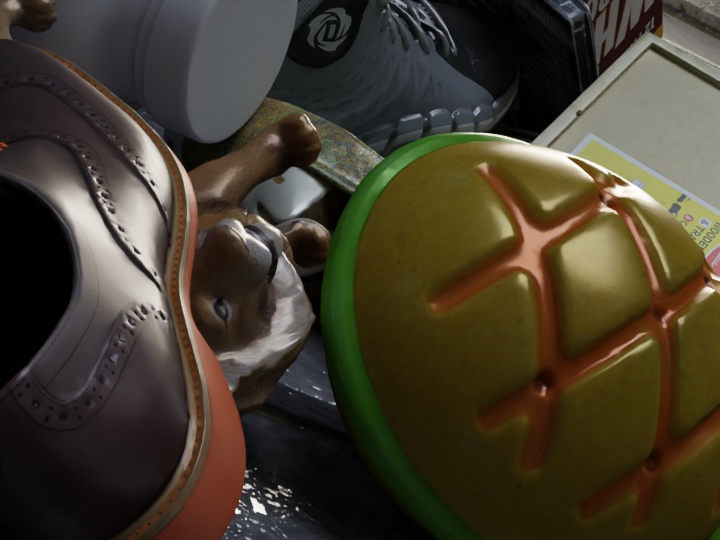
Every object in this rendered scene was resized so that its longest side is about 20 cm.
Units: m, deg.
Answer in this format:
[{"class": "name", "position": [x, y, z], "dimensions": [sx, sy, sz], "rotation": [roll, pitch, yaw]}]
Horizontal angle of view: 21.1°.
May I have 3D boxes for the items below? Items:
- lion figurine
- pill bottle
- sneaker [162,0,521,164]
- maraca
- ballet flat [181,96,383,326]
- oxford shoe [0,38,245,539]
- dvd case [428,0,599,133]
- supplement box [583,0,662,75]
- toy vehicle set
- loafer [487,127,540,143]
[{"class": "lion figurine", "position": [-0.087, -0.019, 0.584], "dimensions": [0.199, 0.073, 0.122], "rotation": [21, 38, 29]}, {"class": "pill bottle", "position": [-0.125, -0.118, 0.707], "dimensions": [0.199, 0.105, 0.104], "rotation": [25, 13, 20]}, {"class": "sneaker", "position": [0.011, -0.105, 0.798], "dimensions": [0.075, 0.116, 0.200], "rotation": [37, 40, 26]}, {"class": "maraca", "position": [0.071, 0.040, 0.581], "dimensions": [0.200, 0.138, 0.107], "rotation": [36, -32, -20]}, {"class": "ballet flat", "position": [0.000, 0.000, 0.683], "dimensions": [0.200, 0.071, 0.071], "rotation": [35, 16, 22]}, {"class": "oxford shoe", "position": [-0.082, -0.012, 0.474], "dimensions": [0.073, 0.071, 0.200], "rotation": [53, 4, -40]}, {"class": "dvd case", "position": [0.074, -0.096, 0.942], "dimensions": [0.149, 0.016, 0.200], "rotation": [48, -14, 36]}, {"class": "supplement box", "position": [0.053, -0.186, 1.087], "dimensions": [0.200, 0.133, 0.198], "rotation": [35, -18, 23]}, {"class": "toy vehicle set", "position": [0.115, -0.010, 0.776], "dimensions": [0.124, 0.027, 0.200], "rotation": [34, 51, 17]}, {"class": "loafer", "position": [0.032, -0.035, 0.869], "dimensions": [0.199, 0.072, 0.063], "rotation": [25, 31, 9]}]
